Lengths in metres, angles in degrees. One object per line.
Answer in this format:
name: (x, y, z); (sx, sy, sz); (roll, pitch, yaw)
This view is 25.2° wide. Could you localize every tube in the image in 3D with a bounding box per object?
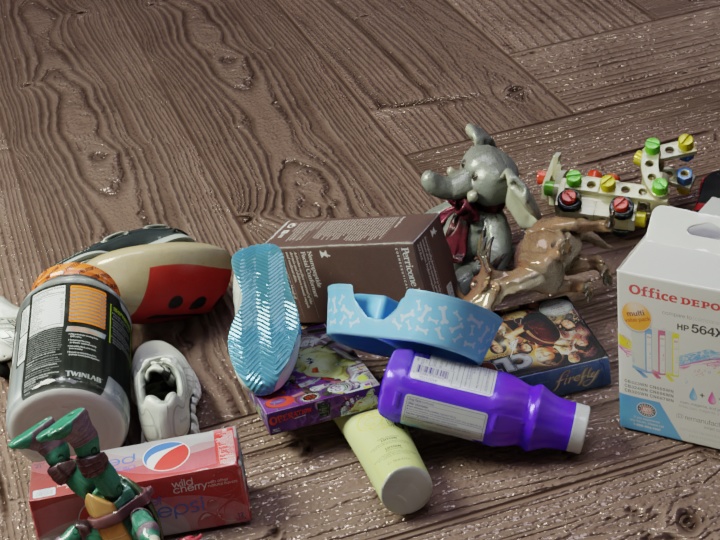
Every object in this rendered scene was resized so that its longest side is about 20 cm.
tube: (0.019, 0.164, 1.556); (0.058, 0.052, 0.200); (30, 12, -22)

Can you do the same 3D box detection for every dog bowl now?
dog bowl: (0.047, 0.056, 1.601); (0.199, 0.050, 0.111); (3, -16, 43)

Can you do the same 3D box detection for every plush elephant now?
plush elephant: (0.127, -0.071, 1.831); (0.198, 0.156, 0.165); (-17, 30, -16)

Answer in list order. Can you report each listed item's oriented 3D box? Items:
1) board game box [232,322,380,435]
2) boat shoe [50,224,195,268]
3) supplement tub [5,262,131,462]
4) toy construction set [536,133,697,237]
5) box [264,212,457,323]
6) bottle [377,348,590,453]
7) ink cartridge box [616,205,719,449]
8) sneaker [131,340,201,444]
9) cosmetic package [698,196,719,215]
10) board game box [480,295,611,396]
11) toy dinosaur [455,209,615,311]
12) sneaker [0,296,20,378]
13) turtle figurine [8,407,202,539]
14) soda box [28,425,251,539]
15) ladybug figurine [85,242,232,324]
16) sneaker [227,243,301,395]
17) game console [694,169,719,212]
board game box: (-0.059, 0.108, 1.657); (0.119, 0.033, 0.200); (-18, 20, -10)
boat shoe: (-0.290, -0.005, 1.904); (0.199, 0.076, 0.060); (-12, 28, -34)
supplement tub: (-0.294, 0.092, 1.642); (0.121, 0.123, 0.201); (-7, 40, 0)
toy construction set: (0.295, -0.103, 1.917); (0.198, 0.092, 0.132); (0, 53, 28)
box: (0.000, 0.000, 1.763); (0.198, 0.101, 0.075); (-3, 27, 31)
bottle: (0.118, 0.129, 1.542); (0.198, 0.066, 0.084); (13, 17, 5)
ink cartridge box: (0.323, 0.046, 1.533); (0.128, 0.202, 0.125); (11, 33, 30)
sneaker: (-0.202, 0.117, 1.655); (0.074, 0.082, 0.200); (-13, 28, -7)
cosmetic package: (0.380, 0.008, 1.708); (0.107, 0.086, 0.200); (15, 35, 33)
board game box: (0.142, 0.091, 1.666); (0.198, 0.035, 0.136); (-12, 30, -8)
toy dinosaur: (0.194, -0.020, 1.735); (0.135, 0.087, 0.200); (7, 26, 36)
sneaker: (-0.364, 0.084, 1.778); (0.198, 0.076, 0.088); (5, 56, 11)
turtle figurine: (-0.225, 0.221, 1.416); (0.149, 0.201, 0.101); (-24, 9, 33)
soda box: (-0.205, 0.207, 1.504); (0.198, 0.071, 0.064); (-10, 28, -4)
ladybug figurine: (-0.222, 0.016, 1.799); (0.199, 0.073, 0.135); (-4, -14, -43)
sneaker: (-0.094, 0.061, 1.660); (0.076, 0.081, 0.201); (-8, 39, 4)
game console: (0.485, -0.061, 1.871); (0.198, 0.031, 0.177); (3, 35, 19)
